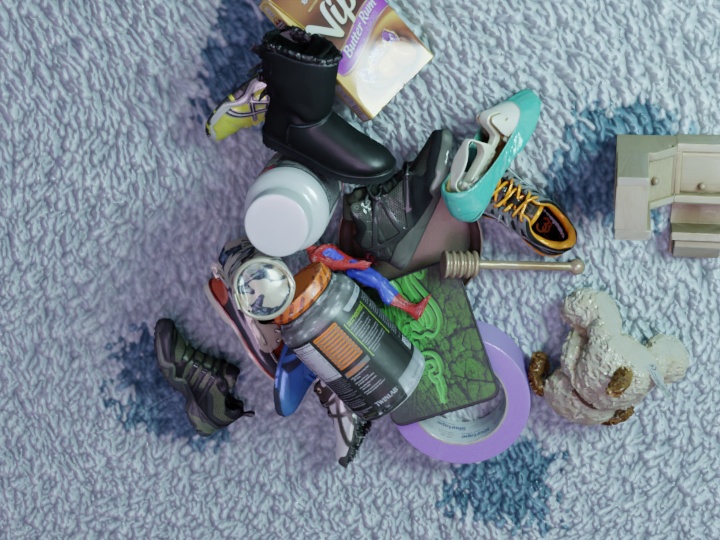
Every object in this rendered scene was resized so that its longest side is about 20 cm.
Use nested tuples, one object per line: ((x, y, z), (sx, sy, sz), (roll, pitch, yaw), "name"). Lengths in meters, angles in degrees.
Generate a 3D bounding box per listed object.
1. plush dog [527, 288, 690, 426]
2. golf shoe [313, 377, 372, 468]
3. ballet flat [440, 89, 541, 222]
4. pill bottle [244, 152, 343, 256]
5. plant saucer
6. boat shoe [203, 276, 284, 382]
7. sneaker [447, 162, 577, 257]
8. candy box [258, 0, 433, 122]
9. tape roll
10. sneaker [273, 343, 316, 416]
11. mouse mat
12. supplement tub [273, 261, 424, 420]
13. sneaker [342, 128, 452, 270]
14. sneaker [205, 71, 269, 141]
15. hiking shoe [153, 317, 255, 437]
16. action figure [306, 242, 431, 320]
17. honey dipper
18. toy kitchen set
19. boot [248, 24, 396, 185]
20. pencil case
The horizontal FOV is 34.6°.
((0.324, 0.150, 1.577), (0.199, 0.161, 0.172), (30, 137, -5), "plush dog")
((-0.027, 0.185, 1.675), (0.094, 0.078, 0.202), (12, 105, 12), "golf shoe")
((0.163, -0.157, 1.453), (0.070, 0.067, 0.201), (41, 74, -45), "ballet flat")
((-0.088, -0.090, 1.497), (0.110, 0.200, 0.112), (3, 111, 7), "pill bottle")
((0.068, -0.043, 1.583), (0.199, 0.035, 0.202), (3, 113, 7), "plant saucer")
((-0.141, 0.079, 1.648), (0.062, 0.071, 0.201), (-34, 100, 17), "boat shoe")
((0.204, -0.088, 1.511), (0.199, 0.077, 0.079), (31, 89, -10), "sneaker")
((-0.018, -0.300, 1.454), (0.117, 0.056, 0.200), (-46, 100, -10), "candy box")
((0.142, 0.171, 1.643), (0.198, 0.066, 0.202), (3, 112, 8), "tape roll")
((-0.064, 0.110, 1.607), (0.078, 0.066, 0.202), (15, 83, 14), "sneaker")
((0.087, 0.101, 1.585), (0.160, 0.008, 0.201), (-19, 89, 17), "mouse mat")
((-0.020, 0.090, 1.517), (0.122, 0.123, 0.200), (-37, 107, 20), "supplement tub")
((0.045, -0.104, 1.503), (0.114, 0.076, 0.200), (22, 119, -8), "sneaker")
((-0.120, -0.223, 1.516), (0.199, 0.075, 0.077), (-33, 102, 20), "sneaker")
((-0.229, 0.144, 1.692), (0.100, 0.076, 0.201), (-21, 117, 7), "hiking shoe")
((0.000, 0.000, 1.556), (0.199, 0.065, 0.052), (26, 103, 7), "action figure")
((0.206, -0.006, 1.556), (0.198, 0.038, 0.038), (2, 114, -12), "honey dipper")
((0.416, -0.065, 1.441), (0.198, 0.181, 0.164), (2, 114, 12), "toy kitchen set")
((-0.043, -0.204, 1.420), (0.197, 0.073, 0.163), (22, 136, 16), "boot")
((-0.140, 0.008, 1.508), (0.089, 0.200, 0.078), (-30, 105, -6), "pencil case")
